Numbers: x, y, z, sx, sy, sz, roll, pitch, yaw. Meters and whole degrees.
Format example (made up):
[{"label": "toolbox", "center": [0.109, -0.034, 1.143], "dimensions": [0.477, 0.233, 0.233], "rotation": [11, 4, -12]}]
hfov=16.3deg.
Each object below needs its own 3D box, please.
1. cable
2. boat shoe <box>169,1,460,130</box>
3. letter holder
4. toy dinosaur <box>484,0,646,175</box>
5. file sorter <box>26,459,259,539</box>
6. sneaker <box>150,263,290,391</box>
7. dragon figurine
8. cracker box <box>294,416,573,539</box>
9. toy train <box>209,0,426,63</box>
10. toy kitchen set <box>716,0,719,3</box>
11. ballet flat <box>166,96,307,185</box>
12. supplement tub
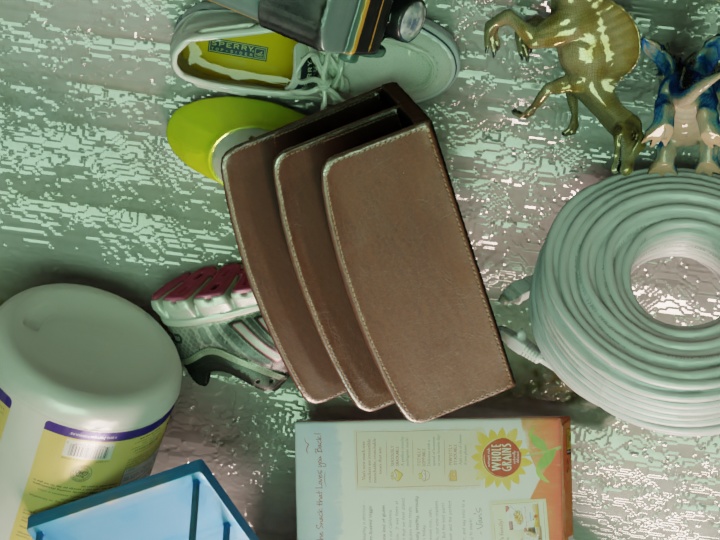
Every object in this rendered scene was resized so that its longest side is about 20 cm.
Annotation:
[{"label": "cable", "center": [0.215, 0.016, 1.708], "dimensions": [0.200, 0.200, 0.069], "rotation": [36, 151, 22]}, {"label": "boat shoe", "center": [-0.033, -0.141, 1.713], "dimensions": [0.200, 0.086, 0.075], "rotation": [8, 116, 1]}, {"label": "letter holder", "center": [0.000, 0.000, 1.685], "dimensions": [0.141, 0.101, 0.201], "rotation": [-21, 113, -6]}, {"label": "toy dinosaur", "center": [0.139, -0.161, 1.689], "dimensions": [0.101, 0.058, 0.201], "rotation": [-10, 104, 34]}, {"label": "file sorter", "center": [-0.129, 0.257, 1.747], "dimensions": [0.138, 0.123, 0.200], "rotation": [-19, 129, 17]}, {"label": "sneaker", "center": [-0.048, 0.041, 1.808], "dimensions": [0.198, 0.074, 0.088], "rotation": [-6, 114, 13]}, {"label": "dragon figurine", "center": [0.213, -0.124, 1.647], "dimensions": [0.058, 0.200, 0.100], "rotation": [-2, 73, 9]}, {"label": "cracker box", "center": [0.054, 0.174, 1.828], "dimensions": [0.198, 0.058, 0.135], "rotation": [-1, 87, 12]}, {"label": "toy train", "center": [-0.054, -0.196, 1.644], "dimensions": [0.199, 0.114, 0.086], "rotation": [27, 106, 28]}, {"label": "toy kitchen set", "center": [0.257, -0.232, 1.596], "dimensions": [0.199, 0.181, 0.164], "rotation": [27, 113, -7]}, {"label": "ballet flat", "center": [-0.041, -0.072, 1.756], "dimensions": [0.199, 0.067, 0.067], "rotation": [14, 118, -2]}, {"label": "supplement tub", "center": [-0.219, 0.127, 1.814], "dimensions": [0.145, 0.146, 0.201], "rotation": [19, 124, -4]}]
